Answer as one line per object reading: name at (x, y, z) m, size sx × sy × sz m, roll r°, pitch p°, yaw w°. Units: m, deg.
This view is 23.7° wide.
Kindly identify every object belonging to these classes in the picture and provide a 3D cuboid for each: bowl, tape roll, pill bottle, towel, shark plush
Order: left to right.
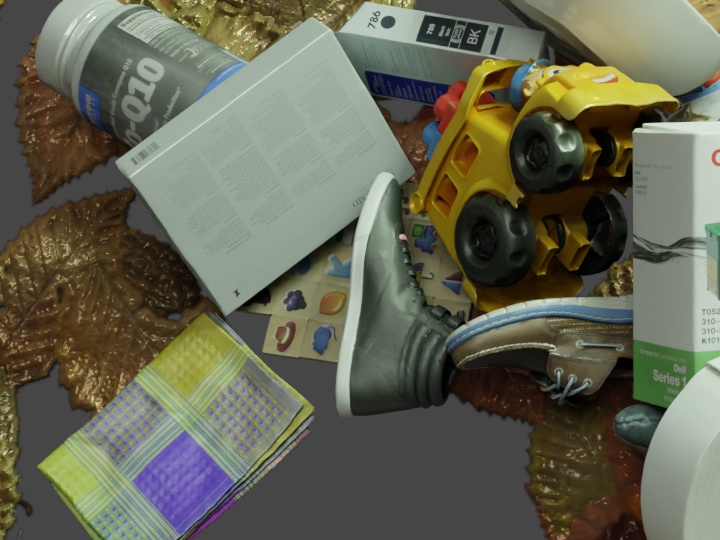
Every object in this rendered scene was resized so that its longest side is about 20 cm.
pill bottle at (-0.175, -0.158, 1.470) m, size 0.199 × 0.114 × 0.114 m, roll 30°, pitch 75°, yaw 23°
towel at (-0.148, 0.137, 1.380) m, size 0.200 × 0.023 × 0.144 m, roll -42°, pitch 65°, yaw -8°
bowl at (0.177, -0.216, 1.366) m, size 0.075 × 0.199 × 0.200 m, roll -53°, pitch 44°, yaw 4°
shark plush at (0.286, 0.126, 1.255) m, size 0.198 × 0.083 × 0.092 m, roll 9°, pitch 67°, yaw 16°
tape roll at (0.295, 0.152, 1.180) m, size 0.202 × 0.203 × 0.071 m, roll -35°, pitch 20°, yaw -5°

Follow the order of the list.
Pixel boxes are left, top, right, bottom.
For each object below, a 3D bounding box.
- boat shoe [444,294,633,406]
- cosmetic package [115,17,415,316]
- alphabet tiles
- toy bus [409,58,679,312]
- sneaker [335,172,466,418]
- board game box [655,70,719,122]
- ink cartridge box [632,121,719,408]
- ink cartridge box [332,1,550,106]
boat shoe at (0.164, 0.062, 1.298) m, size 0.198 × 0.072 × 0.073 m, roll -7°, pitch 72°, yaw -10°
cosmetic package at (-0.074, -0.083, 1.387) m, size 0.199 × 0.151 × 0.052 m, roll -36°, pitch 28°, yaw -6°
alphabet tiles at (0.000, 0.000, 1.420) m, size 0.198 × 0.006 × 0.168 m, roll 7°, pitch 68°, yaw 15°
toy bus at (0.125, -0.098, 1.331) m, size 0.135 × 0.201 × 0.192 m, roll -5°, pitch 45°, yaw -38°
sneaker at (0.041, 0.022, 1.361) m, size 0.098 × 0.071 × 0.202 m, roll 3°, pitch 73°, yaw 12°
board game box at (0.291, -0.077, 1.374) m, size 0.134 × 0.035 × 0.202 m, roll -20°, pitch 62°, yaw 2°
ink cartridge box at (0.276, -0.006, 1.240) m, size 0.145 × 0.084 × 0.202 m, roll -5°, pitch 97°, yaw -23°
ink cartridge box at (0.061, -0.175, 1.434) m, size 0.198 × 0.100 × 0.040 m, roll 11°, pitch 67°, yaw 16°
